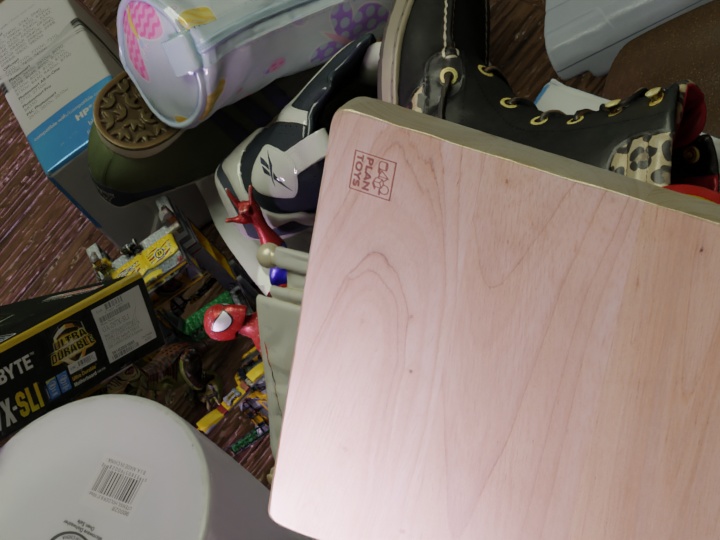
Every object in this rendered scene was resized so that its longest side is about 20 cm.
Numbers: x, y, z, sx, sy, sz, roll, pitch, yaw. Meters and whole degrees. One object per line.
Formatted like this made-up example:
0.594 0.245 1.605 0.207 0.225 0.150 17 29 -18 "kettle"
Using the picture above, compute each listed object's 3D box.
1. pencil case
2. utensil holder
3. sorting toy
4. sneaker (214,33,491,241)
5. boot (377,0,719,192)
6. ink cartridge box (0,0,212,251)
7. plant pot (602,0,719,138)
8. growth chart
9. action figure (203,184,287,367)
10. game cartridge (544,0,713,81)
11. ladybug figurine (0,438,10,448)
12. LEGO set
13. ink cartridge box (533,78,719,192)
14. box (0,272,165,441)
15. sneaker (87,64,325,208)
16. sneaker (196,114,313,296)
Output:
-0.038 -0.149 1.376 0.200 0.083 0.091 -26 25 -28 "pencil case"
-0.095 0.178 1.248 0.170 0.200 0.170 -16 53 22 "utensil holder"
0.077 0.039 1.030 0.199 0.200 0.070 18 27 16 "sorting toy"
0.023 -0.091 1.375 0.199 0.080 0.130 -22 -5 -33 "sneaker"
0.084 -0.063 1.117 0.150 0.073 0.200 -7 60 27 "boot"
-0.174 -0.109 1.552 0.068 0.116 0.200 -36 48 4 "ink cartridge box"
0.230 -0.076 1.242 0.200 0.187 0.187 0 59 38 "plant pot"
-0.003 0.078 1.287 0.145 0.200 0.018 24 39 35 "growth chart"
0.000 0.000 1.320 0.200 0.099 0.065 -11 45 18 "action figure"
0.171 -0.192 1.402 0.133 0.041 0.200 -22 30 20 "game cartridge"
-0.231 0.152 1.386 0.200 0.136 0.072 -49 11 47 "ladybug figurine"
-0.132 0.054 1.412 0.200 0.116 0.154 -29 48 13 "LEGO set"
0.143 0.037 1.199 0.145 0.200 0.147 23 73 38 "ink cartridge box"
-0.229 0.064 1.323 0.200 0.049 0.160 -13 14 40 "box"
-0.083 -0.103 1.442 0.200 0.090 0.067 -34 72 -31 "sneaker"
-0.027 -0.050 1.450 0.116 0.074 0.200 -38 46 8 "sneaker"
